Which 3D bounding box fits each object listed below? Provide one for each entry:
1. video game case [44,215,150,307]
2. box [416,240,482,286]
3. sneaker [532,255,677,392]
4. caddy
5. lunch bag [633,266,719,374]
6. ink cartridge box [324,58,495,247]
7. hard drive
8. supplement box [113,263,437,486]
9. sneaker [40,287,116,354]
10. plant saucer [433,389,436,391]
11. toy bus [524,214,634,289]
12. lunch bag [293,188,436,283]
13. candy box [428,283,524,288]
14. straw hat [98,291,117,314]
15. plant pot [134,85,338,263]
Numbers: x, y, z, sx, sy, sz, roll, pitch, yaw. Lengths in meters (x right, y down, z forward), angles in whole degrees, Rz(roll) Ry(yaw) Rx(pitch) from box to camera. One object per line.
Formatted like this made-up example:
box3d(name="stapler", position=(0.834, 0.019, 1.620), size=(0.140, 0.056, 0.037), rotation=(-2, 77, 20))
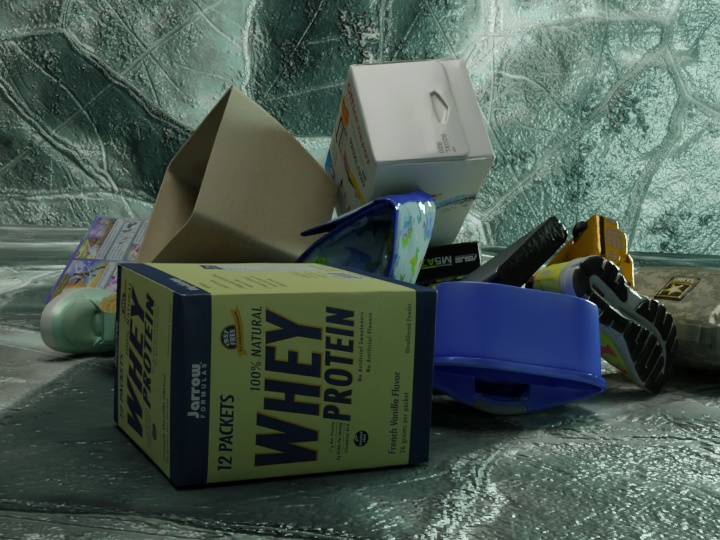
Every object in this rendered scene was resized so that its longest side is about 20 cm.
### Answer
box3d(name="video game case", position=(-0.295, 0.003, 1.432), size=(0.180, 0.046, 0.200), rotation=(4, 37, 8))
box3d(name="box", position=(0.054, 0.006, 1.391), size=(0.199, 0.048, 0.193), rotation=(-8, -8, 1))
box3d(name="sneaker", position=(0.248, 0.052, 1.096), size=(0.090, 0.078, 0.200), rotation=(0, -39, 52))
box3d(name="caddy", position=(0.129, 0.080, 0.993), size=(0.199, 0.106, 0.141), rotation=(9, -16, -16))
box3d(name="lunch bag", position=(0.380, 0.057, 1.203), size=(0.199, 0.118, 0.164), rotation=(3, 2, -41))
box3d(name="ink cartridge box", position=(0.052, -0.133, 1.290), size=(0.144, 0.148, 0.200), rotation=(-6, -29, -15))
box3d(name="hard drive", position=(0.122, 0.026, 1.159), size=(0.200, 0.033, 0.139), rotation=(-38, 0, 45))
box3d(name="supplement box", position=(-0.075, 0.069, 0.850), size=(0.199, 0.135, 0.200), rotation=(0, 6, -26))
box3d(name="sneaker", position=(-0.253, 0.055, 1.211), size=(0.118, 0.074, 0.200), rotation=(-2, 0, 36))
box3d(name="plant saucer", position=(0.121, 0.110, 1.119), size=(0.199, 0.019, 0.070), rotation=(-1, 6, -20))
box3d(name="toy bus", position=(0.233, 0.026, 1.174), size=(0.078, 0.065, 0.200), rotation=(18, -39, -12))
box3d(name="lunch bag", position=(0.000, 0.000, 1.162), size=(0.127, 0.200, 0.170), rotation=(39, 16, 9))
box3d(name="candy box", position=(0.173, 0.056, 1.358), size=(0.199, 0.026, 0.102), rotation=(-3, 52, -45))
box3d(name="straw hat", position=(-0.173, 0.059, 1.139), size=(0.200, 0.086, 0.201), rotation=(-10, 12, 2))
box3d(name="plant pot", position=(-0.141, -0.062, 1.302), size=(0.176, 0.201, 0.200), rotation=(26, -36, -21))
